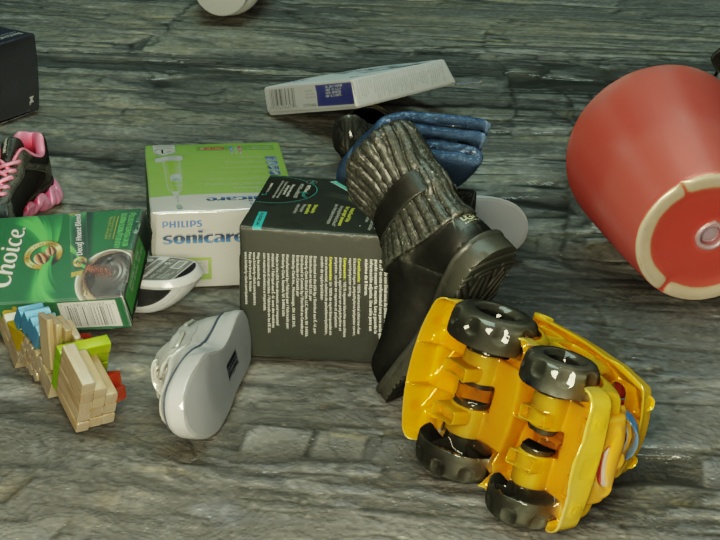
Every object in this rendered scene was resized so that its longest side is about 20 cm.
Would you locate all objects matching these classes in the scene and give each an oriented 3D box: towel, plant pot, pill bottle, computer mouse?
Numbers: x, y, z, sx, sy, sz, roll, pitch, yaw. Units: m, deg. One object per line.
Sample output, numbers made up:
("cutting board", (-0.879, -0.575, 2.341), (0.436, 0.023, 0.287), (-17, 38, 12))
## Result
("towel", (0.045, -0.105, 1.738), (0.111, 0.049, 0.200), (7, -11, -11))
("plant pot", (0.318, -0.076, 1.831), (0.200, 0.201, 0.177), (-3, 32, -8))
("pill bottle", (-0.195, -0.450, 2.804), (0.111, 0.111, 0.200), (3, 22, 5))
("computer mouse", (-0.243, 0.015, 1.769), (0.199, 0.044, 0.110), (5, 21, 22))

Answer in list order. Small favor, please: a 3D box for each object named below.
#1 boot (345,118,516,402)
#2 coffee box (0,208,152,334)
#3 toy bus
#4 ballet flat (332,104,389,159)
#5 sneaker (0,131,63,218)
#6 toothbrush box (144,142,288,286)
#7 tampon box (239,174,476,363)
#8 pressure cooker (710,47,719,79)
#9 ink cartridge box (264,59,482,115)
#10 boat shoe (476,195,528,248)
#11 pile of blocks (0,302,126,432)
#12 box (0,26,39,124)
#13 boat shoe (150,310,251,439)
("boot", (0.035, -0.007, 1.557), (0.079, 0.211, 0.158), (-17, 56, -45))
("coffee box", (-0.301, 0.002, 1.712), (0.199, 0.044, 0.123), (-3, 44, 10))
("toy bus", (0.160, 0.112, 1.455), (0.192, 0.136, 0.200), (4, 18, -38))
("ballet flat", (0.007, -0.175, 2.206), (0.066, 0.057, 0.200), (1, 16, 6))
("sneaker", (-0.375, -0.090, 1.949), (0.079, 0.096, 0.200), (6, 24, 9))
("toothbrush box", (-0.145, -0.060, 1.891), (0.145, 0.086, 0.200), (-2, 22, -8))
("tampon box", (0.000, 0.000, 1.695), (0.199, 0.127, 0.150), (4, 21, 8))
("pressure cooker", (0.462, -0.156, 2.024), (0.178, 0.176, 0.200), (5, 26, 1))
("ink cartridge box", (0.015, -0.232, 2.308), (0.200, 0.041, 0.199), (-15, 10, -35))
("boat shoe", (0.065, -0.036, 1.874), (0.201, 0.075, 0.086), (-14, 17, -14))
("pile of blocks", (-0.248, 0.065, 1.590), (0.062, 0.082, 0.200), (-12, 25, -28))
("box", (-0.523, -0.247, 2.312), (0.200, 0.105, 0.148), (13, 25, 29))
("boat shoe", (-0.144, 0.090, 1.565), (0.065, 0.074, 0.200), (-5, 14, 12))
